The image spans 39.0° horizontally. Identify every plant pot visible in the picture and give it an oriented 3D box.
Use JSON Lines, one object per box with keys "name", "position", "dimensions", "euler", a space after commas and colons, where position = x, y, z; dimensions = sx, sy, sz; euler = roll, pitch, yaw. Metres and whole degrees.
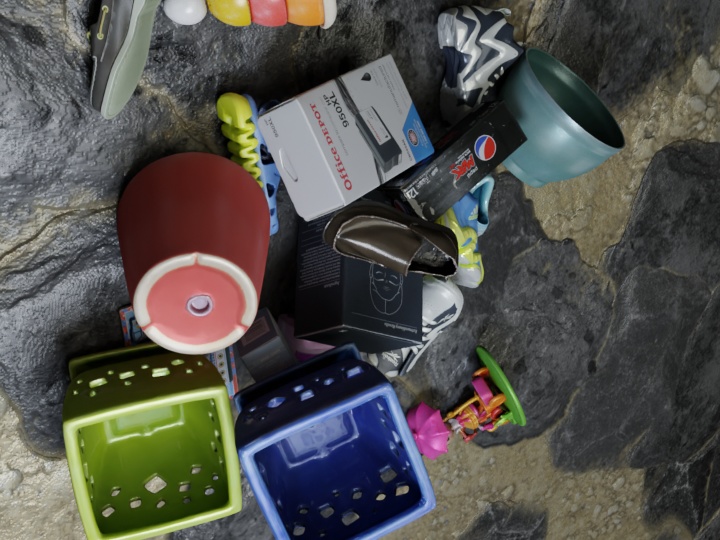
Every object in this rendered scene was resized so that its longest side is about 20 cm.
{"name": "plant pot", "position": [-0.196, -0.010, 1.209], "dimensions": [0.198, 0.178, 0.202], "euler": [-5, 126, -7]}
{"name": "plant pot", "position": [-0.044, 0.216, 1.259], "dimensions": [0.198, 0.180, 0.202], "euler": [-23, 115, -7]}
{"name": "plant pot", "position": [-0.268, 0.199, 1.285], "dimensions": [0.198, 0.182, 0.201], "euler": [-10, 119, -14]}
{"name": "plant pot", "position": [0.272, -0.209, 1.501], "dimensions": [0.199, 0.202, 0.134], "euler": [17, 129, -40]}

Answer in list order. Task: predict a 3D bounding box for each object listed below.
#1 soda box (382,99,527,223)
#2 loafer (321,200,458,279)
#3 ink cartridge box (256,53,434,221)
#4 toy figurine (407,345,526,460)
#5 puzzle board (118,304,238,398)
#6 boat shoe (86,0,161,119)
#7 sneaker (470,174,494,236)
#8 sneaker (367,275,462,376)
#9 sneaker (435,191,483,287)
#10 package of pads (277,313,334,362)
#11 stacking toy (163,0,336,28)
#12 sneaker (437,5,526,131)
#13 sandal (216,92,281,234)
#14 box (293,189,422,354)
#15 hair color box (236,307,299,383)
{"name": "soda box", "position": [0.128, -0.144, 1.376], "dimensions": [0.200, 0.063, 0.071], "euler": [-41, 110, -15]}
{"name": "loafer", "position": [0.047, -0.035, 1.286], "dimensions": [0.198, 0.072, 0.074], "euler": [8, 122, -26]}
{"name": "ink cartridge box", "position": [-0.015, -0.171, 1.289], "dimensions": [0.200, 0.084, 0.146], "euler": [-34, 102, -43]}
{"name": "toy figurine", "position": [0.163, 0.245, 1.702], "dimensions": [0.183, 0.151, 0.200], "euler": [-29, 153, -4]}
{"name": "puzzle board", "position": [-0.243, 0.117, 1.389], "dimensions": [0.150, 0.017, 0.202], "euler": [-20, 123, -27]}
{"name": "boat shoe", "position": [-0.272, -0.272, 1.144], "dimensions": [0.072, 0.060, 0.203], "euler": [-53, 168, -69]}
{"name": "sneaker", "position": [0.151, -0.064, 1.540], "dimensions": [0.073, 0.082, 0.202], "euler": [-3, 114, -34]}
{"name": "sneaker", "position": [0.070, 0.095, 1.477], "dimensions": [0.079, 0.199, 0.130], "euler": [40, 56, -7]}
{"name": "sneaker", "position": [0.151, -0.052, 1.475], "dimensions": [0.106, 0.075, 0.200], "euler": [-66, 159, -17]}
{"name": "package of pads", "position": [-0.078, 0.161, 1.491], "dimensions": [0.119, 0.076, 0.202], "euler": [0, 112, -34]}
{"name": "stacking toy", "position": [-0.135, -0.336, 1.190], "dimensions": [0.198, 0.147, 0.147], "euler": [-16, 124, -6]}
{"name": "sneaker", "position": [0.182, -0.283, 1.452], "dimensions": [0.128, 0.079, 0.201], "euler": [-16, 111, -19]}
{"name": "sandal", "position": [-0.123, -0.138, 1.309], "dimensions": [0.086, 0.079, 0.202], "euler": [-23, 126, -30]}
{"name": "box", "position": [0.000, 0.000, 1.388], "dimensions": [0.147, 0.106, 0.202], "euler": [16, 68, -40]}
{"name": "hair color box", "position": [-0.098, 0.160, 1.377], "dimensions": [0.060, 0.099, 0.201], "euler": [-30, 115, -3]}
